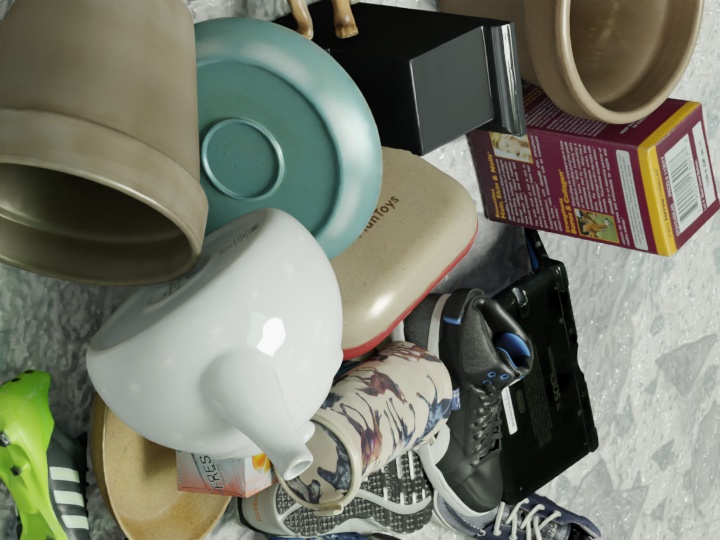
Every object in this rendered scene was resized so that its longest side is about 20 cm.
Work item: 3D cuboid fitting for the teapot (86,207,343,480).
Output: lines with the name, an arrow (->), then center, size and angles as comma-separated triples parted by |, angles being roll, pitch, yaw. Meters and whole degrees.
teapot -> -0.083, 0.061, 1.410 | 0.146, 0.197, 0.200 | 52, 48, -14

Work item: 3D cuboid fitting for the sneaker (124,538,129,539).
sneaker -> -0.116, 0.264, 1.601 | 0.200, 0.074, 0.080 | 14, 105, -31

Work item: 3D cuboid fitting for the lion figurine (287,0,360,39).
lion figurine -> -0.017, -0.248, 1.525 | 0.200, 0.072, 0.123 | -50, 133, -56

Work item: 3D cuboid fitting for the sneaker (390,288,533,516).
sneaker -> 0.101, 0.112, 1.680 | 0.073, 0.112, 0.200 | -34, 109, -47

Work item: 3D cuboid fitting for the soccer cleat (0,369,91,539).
soccer cleat -> -0.222, 0.165, 1.484 | 0.081, 0.067, 0.200 | -47, 132, -45

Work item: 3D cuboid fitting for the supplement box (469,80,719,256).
supplement box -> 0.201, -0.093, 1.765 | 0.086, 0.200, 0.110 | -40, 128, -35

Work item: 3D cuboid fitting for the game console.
game console -> 0.141, 0.078, 1.829 | 0.176, 0.116, 0.200 | -31, 122, -29

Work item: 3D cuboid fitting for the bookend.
bookend -> -0.016, -0.125, 1.523 | 0.199, 0.200, 0.092 | -30, 121, -40

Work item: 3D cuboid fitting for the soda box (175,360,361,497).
soda box -> -0.069, 0.119, 1.586 | 0.200, 0.064, 0.068 | -19, 109, -62

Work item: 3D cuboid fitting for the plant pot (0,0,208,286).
plant pot -> -0.187, -0.105, 1.372 | 0.200, 0.200, 0.174 | 37, 56, -46

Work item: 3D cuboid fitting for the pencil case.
pencil case -> 0.005, 0.122, 1.574 | 0.089, 0.078, 0.200 | 64, 30, -2

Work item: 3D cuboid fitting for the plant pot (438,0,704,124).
plant pot -> 0.165, -0.234, 1.707 | 0.200, 0.175, 0.200 | -16, 113, -44

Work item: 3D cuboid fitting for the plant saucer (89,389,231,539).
plant saucer -> -0.150, 0.116, 1.539 | 0.200, 0.035, 0.200 | -13, 104, -61

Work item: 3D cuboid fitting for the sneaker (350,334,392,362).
sneaker -> 0.042, 0.094, 1.743 | 0.200, 0.067, 0.090 | -17, 118, -40

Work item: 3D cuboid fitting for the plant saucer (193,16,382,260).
plant saucer -> -0.082, -0.084, 1.465 | 0.027, 0.200, 0.200 | -52, 138, -57

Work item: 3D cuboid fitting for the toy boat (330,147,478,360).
toy boat -> 0.000, 0.000, 1.655 | 0.200, 0.130, 0.131 | -44, 159, -30

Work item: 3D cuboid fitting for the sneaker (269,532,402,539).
sneaker -> -0.009, 0.267, 1.735 | 0.200, 0.077, 0.085 | 23, 91, -45

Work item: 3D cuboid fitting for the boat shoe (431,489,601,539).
boat shoe -> 0.143, 0.223, 1.871 | 0.200, 0.093, 0.075 | 25, 82, -48

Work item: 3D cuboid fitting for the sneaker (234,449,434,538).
sneaker -> -0.020, 0.184, 1.673 | 0.200, 0.080, 0.074 | 6, 78, -45
